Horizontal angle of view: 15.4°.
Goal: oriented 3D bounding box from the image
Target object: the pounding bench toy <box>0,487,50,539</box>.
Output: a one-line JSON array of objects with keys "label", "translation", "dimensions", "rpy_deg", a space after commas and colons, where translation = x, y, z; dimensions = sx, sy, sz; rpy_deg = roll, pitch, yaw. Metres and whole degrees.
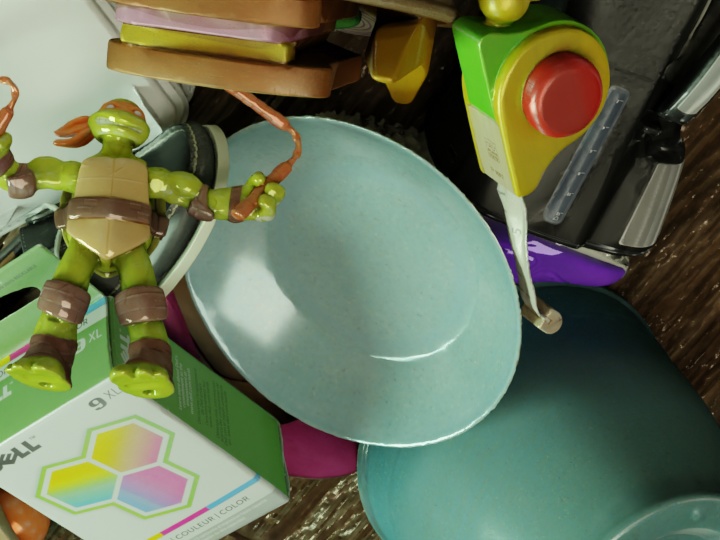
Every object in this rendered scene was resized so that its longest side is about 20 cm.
[{"label": "pounding bench toy", "translation": [-0.239, 0.155, 1.486], "dimensions": [0.156, 0.124, 0.200], "rpy_deg": [-28, 123, 6]}]

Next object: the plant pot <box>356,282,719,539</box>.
[{"label": "plant pot", "translation": [0.127, 0.133, 1.482], "dimensions": [0.200, 0.188, 0.200], "rpy_deg": [-13, 122, -22]}]

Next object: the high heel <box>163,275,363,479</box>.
[{"label": "high heel", "translation": [-0.067, 0.047, 1.484], "dimensions": [0.200, 0.067, 0.096], "rpy_deg": [25, 124, -20]}]

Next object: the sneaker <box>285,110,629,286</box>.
[{"label": "sneaker", "translation": [0.046, -0.016, 1.474], "dimensions": [0.200, 0.070, 0.100], "rpy_deg": [17, 120, -13]}]

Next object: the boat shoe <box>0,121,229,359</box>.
[{"label": "boat shoe", "translation": [-0.144, -0.009, 1.400], "dimensions": [0.068, 0.072, 0.200], "rpy_deg": [21, 130, -42]}]

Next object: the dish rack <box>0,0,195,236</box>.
[{"label": "dish rack", "translation": [-0.187, -0.098, 1.361], "dimensions": [0.171, 0.044, 0.200], "rpy_deg": [-30, 137, 7]}]

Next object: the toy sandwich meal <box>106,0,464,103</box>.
[{"label": "toy sandwich meal", "translation": [-0.042, -0.119, 1.311], "dimensions": [0.205, 0.205, 0.070], "rpy_deg": [9, 93, -17]}]

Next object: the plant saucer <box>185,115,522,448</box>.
[{"label": "plant saucer", "translation": [0.000, 0.000, 1.408], "dimensions": [0.201, 0.039, 0.201], "rpy_deg": [16, 127, 21]}]

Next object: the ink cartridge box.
[{"label": "ink cartridge box", "translation": [-0.139, 0.079, 1.406], "dimensions": [0.104, 0.059, 0.200], "rpy_deg": [-30, 134, 22]}]

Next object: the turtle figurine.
[{"label": "turtle figurine", "translation": [-0.135, -0.021, 1.323], "dimensions": [0.200, 0.162, 0.064], "rpy_deg": [8, 163, -9]}]

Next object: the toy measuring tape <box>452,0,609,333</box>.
[{"label": "toy measuring tape", "translation": [0.095, -0.064, 1.323], "dimensions": [0.073, 0.074, 0.200], "rpy_deg": [-16, 123, -1]}]

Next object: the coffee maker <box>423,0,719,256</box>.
[{"label": "coffee maker", "translation": [0.112, -0.129, 1.394], "dimensions": [0.192, 0.135, 0.200], "rpy_deg": [29, 113, 1]}]
